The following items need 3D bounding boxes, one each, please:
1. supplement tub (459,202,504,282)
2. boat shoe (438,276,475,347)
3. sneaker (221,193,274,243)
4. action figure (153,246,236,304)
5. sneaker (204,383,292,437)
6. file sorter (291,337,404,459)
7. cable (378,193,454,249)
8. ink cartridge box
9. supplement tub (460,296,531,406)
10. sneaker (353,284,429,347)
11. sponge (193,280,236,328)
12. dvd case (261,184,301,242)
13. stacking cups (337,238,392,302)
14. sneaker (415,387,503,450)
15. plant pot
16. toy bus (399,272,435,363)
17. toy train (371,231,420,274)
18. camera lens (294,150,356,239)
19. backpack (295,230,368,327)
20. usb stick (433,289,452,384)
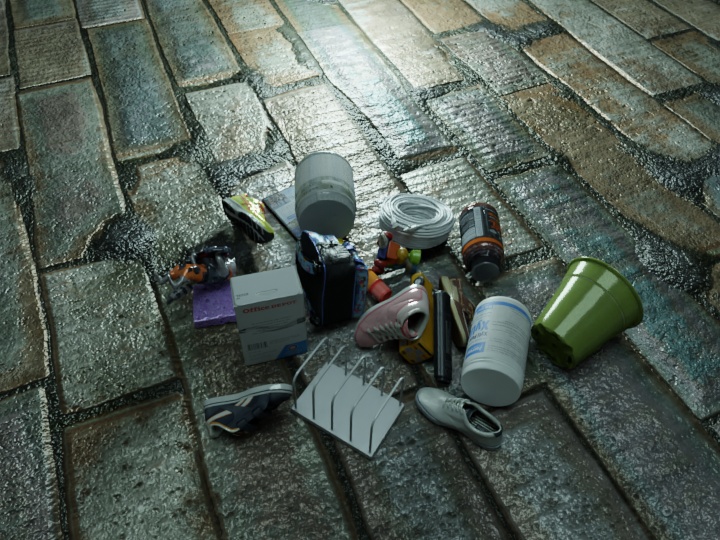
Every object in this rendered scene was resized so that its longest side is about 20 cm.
[{"bbox_3d":[0.303,-0.067,1.613,0.104,0.108,0.203,2,48,1],"label":"supplement tub"},{"bbox_3d":[0.233,0.089,1.493,0.070,0.073,0.202,-5,41,-5],"label":"boat shoe"},{"bbox_3d":[-0.279,-0.148,1.695,0.090,0.079,0.199,-31,54,-29],"label":"sneaker"},{"bbox_3d":[-0.383,0.009,1.523,0.191,0.199,0.107,-14,91,-33],"label":"action figure"},{"bbox_3d":[-0.219,0.280,1.280,0.196,0.078,0.081,-18,66,20],"label":"sneaker"},{"bbox_3d":[-0.025,0.247,1.302,0.197,0.126,0.139,25,50,21],"label":"file sorter"},{"bbox_3d":[0.144,-0.129,1.665,0.196,0.070,0.201,-2,33,-17],"label":"cable"},{"bbox_3d":[-0.194,0.099,1.382,0.142,0.202,0.085,-11,48,-11],"label":"ink cartridge box"},{"bbox_3d":[0.292,0.169,1.377,0.129,0.134,0.202,13,47,11],"label":"supplement tub"},{"bbox_3d":[0.067,0.120,1.391,0.199,0.075,0.105,-36,30,16],"label":"sneaker"},{"bbox_3d":[-0.295,0.071,1.524,0.195,0.030,0.113,-8,47,-9],"label":"sponge"},{"bbox_3d":[-0.159,-0.160,1.749,0.141,0.018,0.200,-28,54,-24],"label":"dvd case"},{"bbox_3d":[0.000,0.000,1.574,0.060,0.061,0.199,-32,55,-28],"label":"stacking cups"},{"bbox_3d":[0.203,0.285,1.308,0.197,0.072,0.073,25,51,20],"label":"sneaker"},{"bbox_3d":[0.479,0.107,1.417,0.189,0.202,0.199,-39,58,-18],"label":"plant pot"},{"bbox_3d":[0.130,0.104,1.464,0.077,0.065,0.203,-27,40,27],"label":"toy bus"},{"bbox_3d":[0.093,-0.041,1.532,0.113,0.200,0.086,12,78,-1],"label":"toy train"},{"bbox_3d":[-0.091,-0.194,1.660,0.156,0.162,0.203,-3,48,-4],"label":"camera lens"},{"bbox_3d":[-0.077,0.004,1.499,0.132,0.186,0.201,-8,35,-20],"label":"backpack"},{"bbox_3d":[0.180,0.143,1.409,0.032,0.055,0.204,-12,66,31],"label":"usb stick"}]
